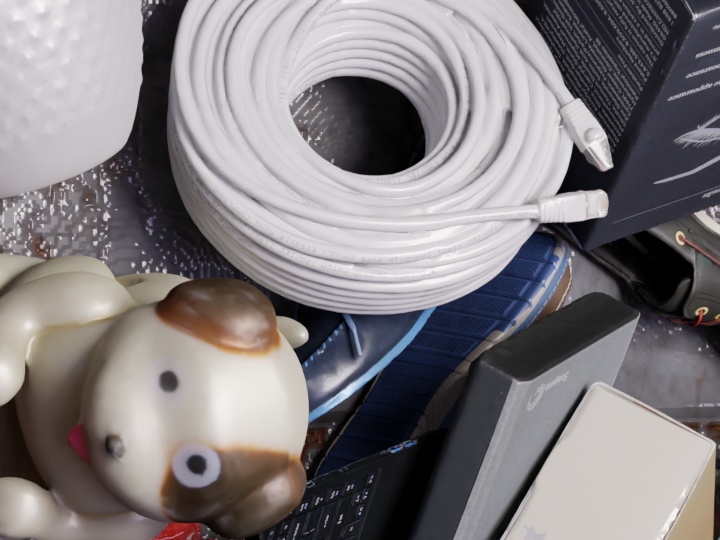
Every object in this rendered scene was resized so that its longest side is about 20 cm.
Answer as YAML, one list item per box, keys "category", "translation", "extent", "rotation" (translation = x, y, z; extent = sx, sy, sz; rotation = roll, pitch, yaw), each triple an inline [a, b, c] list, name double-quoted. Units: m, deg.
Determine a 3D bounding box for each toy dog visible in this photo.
- category: "toy dog"
  translation: [-0.094, 0.065, 1.312]
  extent: [0.193, 0.200, 0.140]
  rotation: [-2, 93, -24]

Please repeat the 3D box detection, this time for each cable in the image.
- category: "cable"
  translation: [0.003, -0.075, 1.419]
  extent: [0.199, 0.069, 0.201]
  rotation: [-17, 67, -19]

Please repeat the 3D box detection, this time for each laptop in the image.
- category: "laptop"
  translation: [-0.018, 0.195, 1.368]
  extent: [0.200, 0.103, 0.178]
  rotation: [-18, 138, -42]

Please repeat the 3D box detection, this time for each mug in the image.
- category: "mug"
  translation: [-0.161, -0.137, 1.329]
  extent: [0.200, 0.147, 0.176]
  rotation: [-44, 122, -59]

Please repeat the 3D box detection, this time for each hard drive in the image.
- category: "hard drive"
  translation: [0.067, 0.116, 1.442]
  extent: [0.139, 0.033, 0.201]
  rotation: [-25, 138, -58]

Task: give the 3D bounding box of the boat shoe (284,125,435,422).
- category: "boat shoe"
  translation: [0.000, 0.000, 1.471]
  extent: [0.069, 0.084, 0.200]
  rotation: [50, 48, -15]

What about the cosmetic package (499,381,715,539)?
- category: "cosmetic package"
  translation: [0.127, 0.150, 1.477]
  extent: [0.105, 0.071, 0.200]
  rotation: [-58, 162, -18]

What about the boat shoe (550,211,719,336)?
- category: "boat shoe"
  translation: [0.176, 0.001, 1.578]
  extent: [0.201, 0.074, 0.063]
  rotation: [41, 61, -19]

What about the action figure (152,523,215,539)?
- category: "action figure"
  translation: [-0.161, 0.183, 1.348]
  extent: [0.199, 0.065, 0.099]
  rotation: [-11, 107, -13]

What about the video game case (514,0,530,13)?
- category: "video game case"
  translation: [0.160, -0.145, 1.602]
  extent: [0.200, 0.018, 0.144]
  rotation: [28, 74, -30]

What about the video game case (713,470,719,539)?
- category: "video game case"
  translation: [0.205, 0.231, 1.620]
  extent: [0.143, 0.018, 0.201]
  rotation: [32, 73, -30]

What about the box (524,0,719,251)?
- category: "box"
  translation: [0.169, -0.121, 1.455]
  extent: [0.148, 0.200, 0.105]
  rotation: [-19, 63, -26]

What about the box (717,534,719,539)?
- category: "box"
  translation: [0.218, 0.178, 1.551]
  extent: [0.200, 0.048, 0.122]
  rotation: [-62, 152, -19]

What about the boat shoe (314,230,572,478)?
- category: "boat shoe"
  translation: [0.050, 0.068, 1.504]
  extent: [0.200, 0.072, 0.072]
  rotation: [-51, 127, -20]
